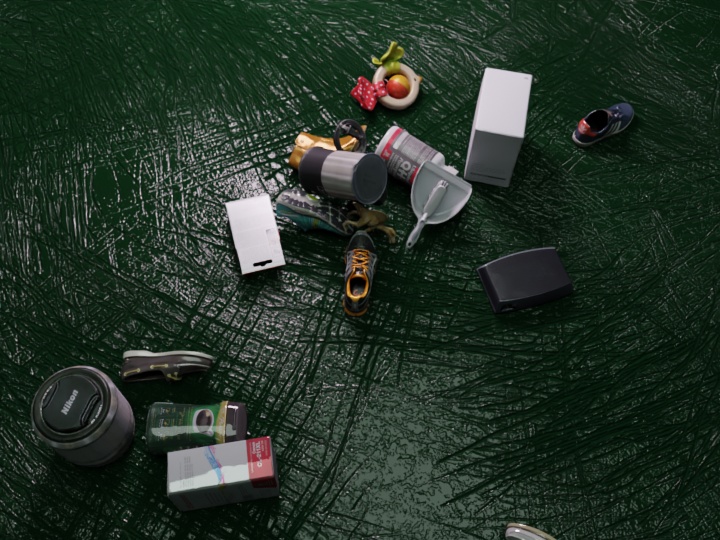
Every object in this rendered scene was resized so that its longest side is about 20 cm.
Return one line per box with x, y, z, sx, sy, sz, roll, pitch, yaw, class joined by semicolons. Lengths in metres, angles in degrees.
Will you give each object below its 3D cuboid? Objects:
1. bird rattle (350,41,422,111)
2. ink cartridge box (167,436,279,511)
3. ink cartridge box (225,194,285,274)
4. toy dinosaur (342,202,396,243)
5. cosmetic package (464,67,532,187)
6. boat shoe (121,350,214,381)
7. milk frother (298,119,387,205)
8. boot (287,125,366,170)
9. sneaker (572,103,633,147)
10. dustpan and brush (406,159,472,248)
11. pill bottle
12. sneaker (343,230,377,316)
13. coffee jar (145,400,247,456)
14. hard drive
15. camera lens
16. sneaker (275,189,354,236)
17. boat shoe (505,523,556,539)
0.079;-0.501;1.932;0.162;0.113;0.201;28;66;-5;bird rattle
-0.264;0.397;1.405;0.198;0.146;0.083;-7;60;-6;ink cartridge box
-0.248;-0.079;1.718;0.108;0.050;0.202;-13;64;-9;ink cartridge box
0.011;-0.125;1.695;0.100;0.200;0.059;-12;59;31;toy dinosaur
0.340;-0.354;1.798;0.122;0.201;0.201;12;61;5;cosmetic package
-0.413;0.209;1.549;0.199;0.072;0.061;-1;65;6;boat shoe
-0.015;-0.262;1.706;0.187;0.180;0.202;15;94;41;milk frother
-0.085;-0.321;1.836;0.143;0.071;0.202;31;72;5;boot
0.650;-0.399;1.897;0.199;0.085;0.075;-33;67;-18;sneaker
0.163;-0.143;1.729;0.139;0.201;0.057;29;20;-5;dustpan and brush
0.139;-0.262;1.789;0.199;0.111;0.111;33;65;8;pill bottle
0.000;0.000;1.654;0.077;0.077;0.202;2;70;1;sneaker
-0.331;0.323;1.477;0.198;0.086;0.105;-1;58;-1;coffee jar
0.387;0.016;1.689;0.198;0.042;0.136;-14;63;-9;hard drive
-0.541;0.291;1.423;0.158;0.201;0.161;1;62;-2;camera lens
-0.109;-0.131;1.737;0.198;0.080;0.078;22;44;-11;sneaker
0.362;0.559;1.378;0.199;0.075;0.069;28;59;12;boat shoe
